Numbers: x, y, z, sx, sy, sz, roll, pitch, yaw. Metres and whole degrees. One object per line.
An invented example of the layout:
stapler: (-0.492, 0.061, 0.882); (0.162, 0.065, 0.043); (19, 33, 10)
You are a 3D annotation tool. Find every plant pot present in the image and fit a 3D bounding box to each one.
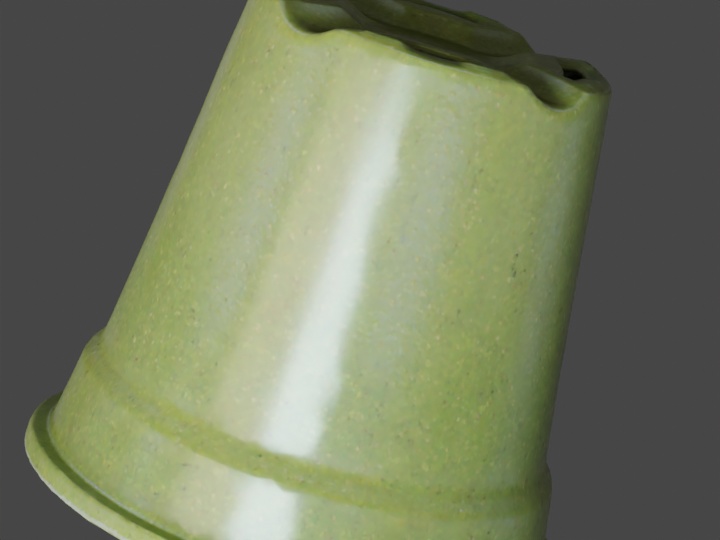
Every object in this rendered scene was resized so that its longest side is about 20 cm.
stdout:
plant pot: (0.000, 0.000, 0.979); (0.200, 0.200, 0.185); (25, 106, 31)
